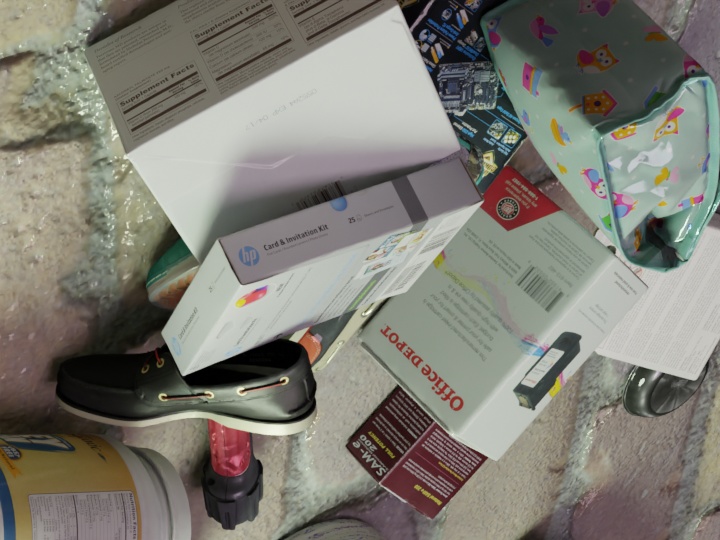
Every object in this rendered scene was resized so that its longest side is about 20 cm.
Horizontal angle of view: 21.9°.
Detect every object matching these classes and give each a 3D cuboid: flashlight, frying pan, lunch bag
[{"bbox_3d":[-0.109,0.129,1.507,0.068,0.068,0.201,-25,137,-26],"label":"flashlight"},{"bbox_3d":[0.345,0.081,1.922,0.190,0.031,0.115,-49,143,9],"label":"frying pan"},{"bbox_3d":[0.192,-0.109,1.418,0.122,0.171,0.200,-32,141,-7],"label":"lunch bag"}]

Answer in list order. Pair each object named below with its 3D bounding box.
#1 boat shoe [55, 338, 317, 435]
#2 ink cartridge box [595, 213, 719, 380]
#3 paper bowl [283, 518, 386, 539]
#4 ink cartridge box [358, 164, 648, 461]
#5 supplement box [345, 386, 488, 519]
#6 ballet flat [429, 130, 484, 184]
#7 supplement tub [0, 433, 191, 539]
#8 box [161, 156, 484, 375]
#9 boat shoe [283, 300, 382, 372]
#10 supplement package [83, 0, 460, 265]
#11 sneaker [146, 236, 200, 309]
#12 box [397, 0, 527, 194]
[{"bbox_3d":[-0.131,0.077,1.379,0.074,0.200,0.063,-71,160,-56],"label":"boat shoe"},{"bbox_3d":[0.280,0.011,1.796,0.199,0.050,0.161,16,112,-28],"label":"ink cartridge box"},{"bbox_3d":[-0.032,0.340,1.737,0.200,0.104,0.201,-24,138,-24],"label":"paper bowl"},{"bbox_3d":[0.118,0.036,1.573,0.200,0.146,0.083,-49,144,4],"label":"ink cartridge box"},{"bbox_3d":[0.091,0.122,1.692,0.200,0.061,0.109,-48,141,0],"label":"supplement box"},{"bbox_3d":[0.000,-0.054,1.423,0.200,0.072,0.072,-32,148,26],"label":"ballet flat"},{"bbox_3d":[-0.240,0.194,1.380,0.199,0.145,0.145,4,120,-45],"label":"supplement tub"},{"bbox_3d":[-0.029,-0.002,1.308,0.199,0.041,0.156,-21,164,-29],"label":"box"},{"bbox_3d":[0.000,0.000,1.488,0.062,0.071,0.200,32,104,-40],"label":"boat shoe"},{"bbox_3d":[-0.058,-0.116,1.268,0.199,0.111,0.156,-28,141,1],"label":"supplement package"},{"bbox_3d":[-0.079,-0.043,1.390,0.199,0.080,0.071,-30,149,12],"label":"sneaker"},{"bbox_3d":[0.080,-0.162,1.443,0.159,0.046,0.200,-53,142,9],"label":"box"}]
